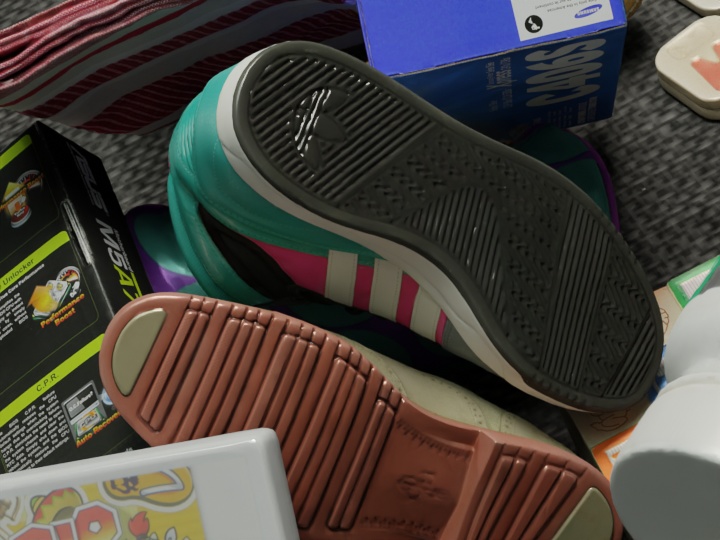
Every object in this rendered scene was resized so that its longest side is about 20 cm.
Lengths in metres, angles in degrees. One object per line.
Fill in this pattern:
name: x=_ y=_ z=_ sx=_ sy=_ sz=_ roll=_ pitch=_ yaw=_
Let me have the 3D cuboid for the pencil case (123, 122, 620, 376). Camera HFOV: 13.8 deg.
pencil case: x=0.000 y=0.000 z=1.177 sx=0.199 sy=0.085 sz=0.093 roll=-11 pitch=73 yaw=-6

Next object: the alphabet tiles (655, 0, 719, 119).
alphabet tiles: x=0.226 y=-0.124 z=1.270 sx=0.200 sy=0.015 sz=0.196 roll=-37 pitch=45 yaw=-12

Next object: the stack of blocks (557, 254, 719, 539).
stack of blocks: x=0.155 y=0.084 z=1.073 sx=0.115 sy=0.059 sz=0.200 roll=-27 pitch=43 yaw=-1

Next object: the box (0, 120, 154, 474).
box: x=-0.153 y=0.076 z=1.116 sx=0.200 sy=0.047 sz=0.194 roll=-39 pitch=49 yaw=16

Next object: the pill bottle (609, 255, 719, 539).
pill bottle: x=0.173 y=0.018 z=1.002 sx=0.113 sy=0.113 sz=0.200 roll=16 pitch=55 yaw=35

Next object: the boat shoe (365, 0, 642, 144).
boat shoe: x=0.043 y=-0.068 z=1.274 sx=0.199 sy=0.072 sz=0.076 roll=-33 pitch=59 yaw=2

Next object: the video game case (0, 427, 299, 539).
video game case: x=-0.105 y=0.160 z=1.029 sx=0.199 sy=0.183 sz=0.023 roll=-11 pitch=5 yaw=16

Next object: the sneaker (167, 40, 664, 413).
sneaker: x=0.007 y=-0.008 z=1.087 sx=0.121 sy=0.200 sz=0.084 roll=-9 pitch=50 yaw=59

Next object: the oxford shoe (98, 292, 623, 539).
oxford shoe: x=-0.005 y=0.059 z=1.060 sx=0.071 sy=0.199 sz=0.074 roll=-61 pitch=17 yaw=7

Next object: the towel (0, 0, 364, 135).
towel: x=-0.064 y=-0.085 z=1.138 sx=0.143 sy=0.200 sz=0.023 roll=-21 pitch=82 yaw=15

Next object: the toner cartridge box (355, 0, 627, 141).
toner cartridge box: x=0.051 y=-0.085 z=1.144 sx=0.094 sy=0.200 sz=0.043 roll=-11 pitch=83 yaw=3
